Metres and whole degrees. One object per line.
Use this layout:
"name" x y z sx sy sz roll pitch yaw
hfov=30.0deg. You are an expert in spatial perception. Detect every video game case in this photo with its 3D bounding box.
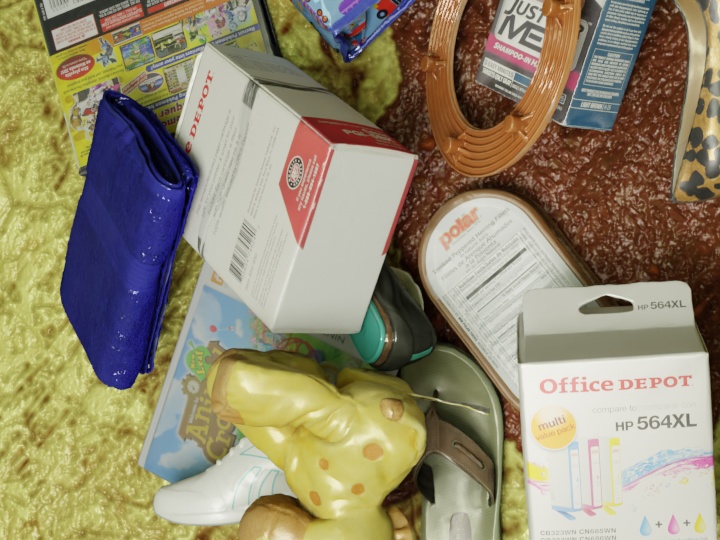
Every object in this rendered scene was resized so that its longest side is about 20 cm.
"video game case" -0.075 0.108 1.088 0.181 0.022 0.202 24 105 16
"video game case" -0.171 -0.196 1.127 0.198 0.025 0.182 -18 85 16

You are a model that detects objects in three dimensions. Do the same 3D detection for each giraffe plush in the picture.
"giraffe plush" -0.022 0.152 0.927 0.198 0.172 0.164 13 92 24

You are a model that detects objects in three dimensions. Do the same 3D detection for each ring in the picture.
"ring" 0.094 -0.168 0.974 0.019 0.200 0.203 6 93 -26

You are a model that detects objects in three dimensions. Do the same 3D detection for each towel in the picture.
"towel" -0.185 -0.023 1.070 0.148 0.049 0.201 53 133 44

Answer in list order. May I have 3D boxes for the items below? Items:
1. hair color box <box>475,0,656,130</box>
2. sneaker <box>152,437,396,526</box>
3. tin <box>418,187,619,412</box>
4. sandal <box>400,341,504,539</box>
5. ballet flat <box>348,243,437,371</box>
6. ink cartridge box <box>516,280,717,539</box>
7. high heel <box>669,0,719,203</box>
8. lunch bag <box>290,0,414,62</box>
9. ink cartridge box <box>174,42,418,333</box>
"hair color box" 0.161 -0.213 0.963 0.100 0.060 0.202 34 114 43
"sneaker" -0.071 0.152 1.050 0.198 0.070 0.081 -13 87 13
"tin" 0.126 0.026 1.029 0.112 0.042 0.201 -40 79 10
"sandal" 0.073 0.155 1.034 0.079 0.057 0.203 -8 87 17
"ballet flat" 0.000 0.000 1.044 0.068 0.068 0.201 -60 44 38
"ink cartridge box" 0.175 0.113 0.935 0.127 0.125 0.202 -5 103 8
"high heel" 0.227 -0.154 0.974 0.143 0.071 0.200 -44 85 9
"lunch bag" 0.010 -0.290 1.037 0.200 0.094 0.151 -41 82 1
"ink cartridge box" -0.060 -0.064 1.002 0.200 0.082 0.148 43 121 46
